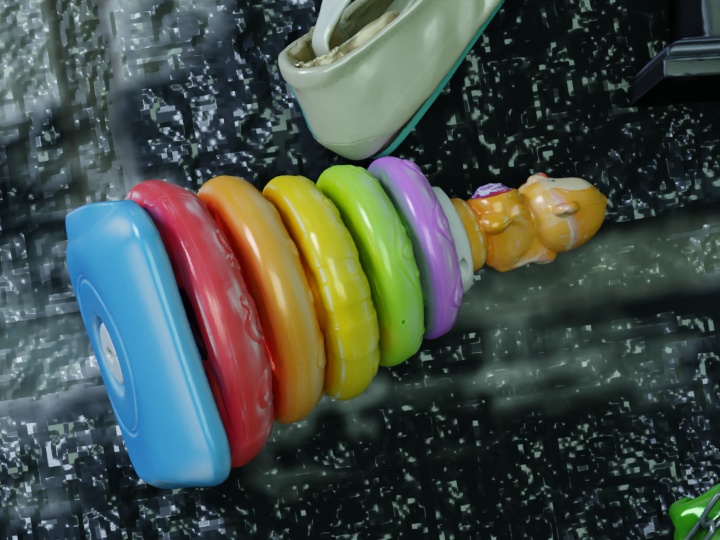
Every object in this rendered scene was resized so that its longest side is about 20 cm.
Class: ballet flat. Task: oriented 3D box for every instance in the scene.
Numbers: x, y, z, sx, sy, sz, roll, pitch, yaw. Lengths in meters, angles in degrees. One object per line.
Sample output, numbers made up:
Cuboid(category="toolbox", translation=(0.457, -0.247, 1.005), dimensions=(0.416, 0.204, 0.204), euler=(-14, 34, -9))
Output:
Cuboid(category="ballet flat", translation=(0.043, -0.130, 1.091), dimensions=(0.069, 0.069, 0.200), euler=(40, 85, 0))

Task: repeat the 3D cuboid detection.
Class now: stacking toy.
Cuboid(category="stacking toy", translation=(0.000, 0.000, 1.079), dimensions=(0.200, 0.116, 0.110), euler=(-18, 91, -15))

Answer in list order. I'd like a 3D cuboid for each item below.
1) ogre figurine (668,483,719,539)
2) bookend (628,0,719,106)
Cuboid(category="ogre figurine", translation=(0.226, 0.107, 1.083), dimensions=(0.200, 0.098, 0.120), euler=(35, 104, 14))
Cuboid(category="bookend", translation=(0.198, -0.169, 1.092), dimensions=(0.199, 0.092, 0.200), euler=(-3, 86, -3))
